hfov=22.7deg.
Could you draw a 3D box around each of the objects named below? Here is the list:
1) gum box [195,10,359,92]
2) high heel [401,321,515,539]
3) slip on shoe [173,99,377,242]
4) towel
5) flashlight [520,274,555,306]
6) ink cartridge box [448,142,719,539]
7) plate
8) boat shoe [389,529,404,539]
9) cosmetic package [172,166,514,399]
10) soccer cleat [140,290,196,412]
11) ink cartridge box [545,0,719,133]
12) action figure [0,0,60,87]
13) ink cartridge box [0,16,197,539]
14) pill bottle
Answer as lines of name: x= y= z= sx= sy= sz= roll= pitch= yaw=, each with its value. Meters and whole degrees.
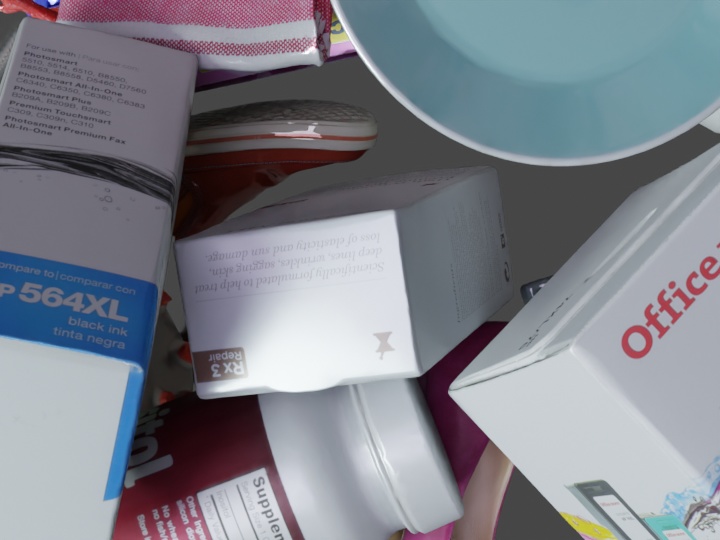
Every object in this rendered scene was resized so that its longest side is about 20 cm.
gum box: x=-0.029 y=-0.156 z=0.863 sx=0.200 sy=0.066 sz=0.114 roll=-10 pitch=94 yaw=16
high heel: x=0.066 y=0.127 z=0.882 sx=0.096 sy=0.067 sz=0.200 roll=-15 pitch=82 yaw=26
slip on shoe: x=-0.081 y=-0.045 z=0.893 sx=0.200 sy=0.074 sz=0.061 roll=-12 pitch=100 yaw=22
towel: x=-0.071 y=-0.188 z=0.805 sx=0.146 sy=0.030 sz=0.200 roll=2 pitch=81 yaw=28
flashlight: x=0.144 y=0.090 z=0.859 sx=0.068 sy=0.068 sz=0.200 roll=-18 pitch=89 yaw=27
ink cartridge box: x=0.171 y=0.064 z=0.763 sx=0.200 sy=0.146 sz=0.147 roll=47 pitch=70 yaw=-4
plate: x=0.079 y=-0.142 z=0.712 sx=0.200 sy=0.026 sz=0.201 roll=-1 pitch=94 yaw=-7
boat shoe: x=-0.011 y=0.167 z=0.908 sx=0.071 sy=0.065 sz=0.200 roll=-5 pitch=97 yaw=15
cosmetic package: x=0.000 y=0.000 z=0.809 sx=0.101 sy=0.200 sz=0.074 roll=-7 pitch=95 yaw=16
soccer cleat: x=-0.113 y=0.097 z=0.925 sx=0.077 sy=0.069 sz=0.200 roll=-19 pitch=90 yaw=35
ink cartridge box: x=0.118 y=-0.167 z=0.771 sx=0.200 sy=0.084 sz=0.145 roll=29 pitch=88 yaw=-8
action figure: x=-0.172 y=-0.139 z=0.863 sx=0.065 sy=0.099 sz=0.200 roll=-23 pitch=78 yaw=45
ink cartridge box: x=-0.127 y=0.012 z=0.754 sx=0.084 sy=0.200 sz=0.146 roll=11 pitch=132 yaw=-6
pill bottle: x=-0.060 y=0.109 z=0.828 sx=0.200 sy=0.113 sz=0.113 roll=-22 pitch=92 yaw=4
